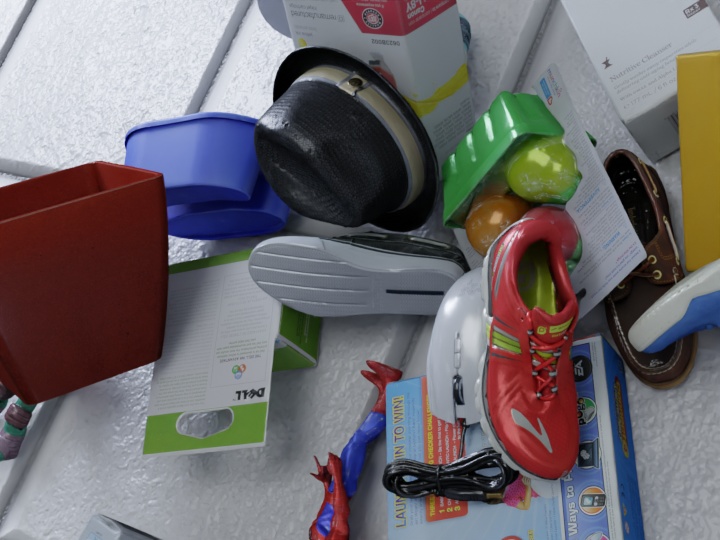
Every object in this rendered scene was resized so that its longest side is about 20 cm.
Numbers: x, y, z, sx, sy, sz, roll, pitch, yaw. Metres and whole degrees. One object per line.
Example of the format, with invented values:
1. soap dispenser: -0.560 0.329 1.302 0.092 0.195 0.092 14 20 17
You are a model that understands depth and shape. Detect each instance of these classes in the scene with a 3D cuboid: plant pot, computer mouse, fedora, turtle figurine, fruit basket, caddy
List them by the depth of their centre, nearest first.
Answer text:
1. computer mouse: 0.081 0.084 0.978 0.109 0.044 0.201 -4 66 32
2. fruit basket: 0.152 -0.042 1.035 0.185 0.094 0.200 -52 53 43
3. fedora: -0.028 -0.101 1.108 0.200 0.201 0.092 21 47 39
4. plant pot: -0.288 0.012 1.154 0.200 0.177 0.200 -20 18 -26
5. caddy: -0.153 -0.105 1.253 0.200 0.141 0.105 -4 68 31
6. turtle figurine: -0.350 0.095 1.296 0.200 0.101 0.150 -58 31 14

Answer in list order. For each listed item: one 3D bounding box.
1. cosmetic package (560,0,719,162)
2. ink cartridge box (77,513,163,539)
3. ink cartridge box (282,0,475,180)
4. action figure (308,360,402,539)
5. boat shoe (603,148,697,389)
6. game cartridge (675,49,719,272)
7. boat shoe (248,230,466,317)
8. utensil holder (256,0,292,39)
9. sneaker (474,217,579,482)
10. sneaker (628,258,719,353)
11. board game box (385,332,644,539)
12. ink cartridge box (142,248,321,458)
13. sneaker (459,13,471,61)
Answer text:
1. cosmetic package: 0.256 -0.210 1.082 0.113 0.081 0.200 -32 53 17
2. ink cartridge box: -0.211 0.323 1.039 0.047 0.160 0.200 19 77 40
3. ink cartridge box: 0.020 -0.190 1.139 0.145 0.200 0.083 14 40 38
4. action figure: -0.015 0.179 1.056 0.052 0.065 0.200 19 71 -6
5. boat shoe: 0.226 -0.005 0.997 0.070 0.070 0.200 -16 58 19
6. game cartridge: 0.346 -0.087 0.937 0.200 0.032 0.177 0 96 30
7. boat shoe: 0.000 0.000 1.116 0.199 0.072 0.071 8 29 5
8. utensil holder: -0.036 -0.366 1.304 0.170 0.170 0.200 -17 58 25
9. sneaker: 0.129 0.056 0.914 0.077 0.085 0.201 -2 75 -15
10. sneaker: 0.305 0.031 0.900 0.200 0.077 0.111 -35 86 11
11. board game box: 0.119 0.170 0.977 0.195 0.056 0.200 -15 57 26
12. ink cartridge box: -0.121 0.087 1.168 0.147 0.076 0.201 -10 62 28
13. sneaker: 0.026 -0.222 1.258 0.200 0.078 0.086 2 51 29
